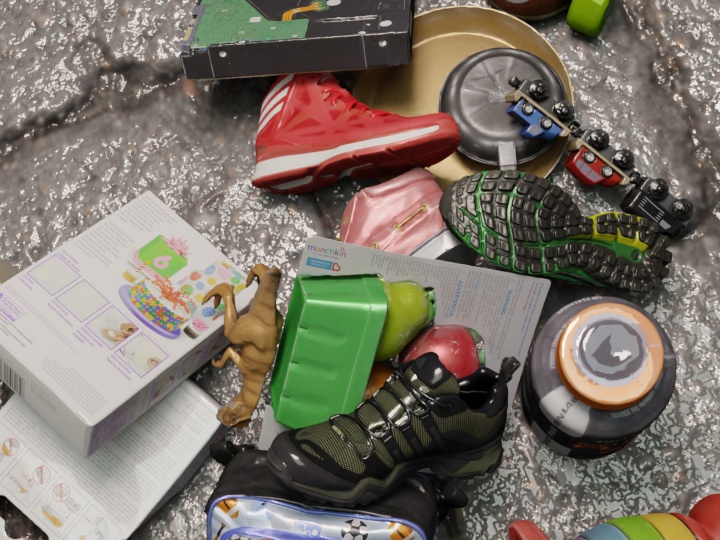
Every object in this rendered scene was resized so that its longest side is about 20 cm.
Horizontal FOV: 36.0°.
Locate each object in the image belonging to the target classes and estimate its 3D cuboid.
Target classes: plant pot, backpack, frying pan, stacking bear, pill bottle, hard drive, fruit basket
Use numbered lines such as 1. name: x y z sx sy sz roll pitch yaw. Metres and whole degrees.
1. plant pot: 0.091 -0.143 1.001 0.199 0.027 0.201 -2 75 6
2. backpack: -0.033 0.245 0.827 0.199 0.154 0.191 9 117 10
3. frying pan: 0.112 -0.114 0.965 0.115 0.031 0.191 18 74 10
4. stacking bear: 0.229 0.231 0.845 0.199 0.122 0.114 -17 32 -12
5. pill bottle: 0.178 0.081 0.841 0.106 0.200 0.107 -2 75 6
6. hard drive: -0.052 -0.222 0.993 0.199 0.038 0.140 -3 38 6
7. fruit basket: 0.032 0.072 0.878 0.199 0.094 0.186 7 110 -19

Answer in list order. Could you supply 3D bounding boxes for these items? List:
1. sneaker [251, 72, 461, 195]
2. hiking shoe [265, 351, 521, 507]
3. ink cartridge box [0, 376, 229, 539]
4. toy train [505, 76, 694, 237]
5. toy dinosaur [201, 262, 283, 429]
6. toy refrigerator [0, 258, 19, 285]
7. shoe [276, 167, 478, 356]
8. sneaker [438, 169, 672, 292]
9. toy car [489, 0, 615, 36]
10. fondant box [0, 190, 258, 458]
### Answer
1. sneaker: -0.011 -0.139 0.955 0.199 0.078 0.116 -9 77 25
2. hiking shoe: 0.024 0.103 0.796 0.076 0.199 0.101 38 124 48
3. ink cartridge box: -0.230 0.152 0.943 0.162 0.057 0.200 37 85 14
4. toy train: 0.198 -0.094 0.943 0.200 0.034 0.046 37 90 -9
5. toy dinosaur: -0.076 0.037 0.851 0.060 0.200 0.106 -8 45 -24
6. toy refrigerator: -0.395 0.060 0.971 0.199 0.070 0.076 -20 73 -1
7. shoe: 0.000 0.000 0.944 0.200 0.071 0.091 -36 63 10
8. sneaker: 0.149 -0.022 0.905 0.199 0.085 0.078 19 78 -21
9. toy car: 0.163 -0.324 0.953 0.164 0.200 0.158 25 78 12
10. fondant box: -0.200 0.038 0.918 0.144 0.058 0.200 39 52 14
